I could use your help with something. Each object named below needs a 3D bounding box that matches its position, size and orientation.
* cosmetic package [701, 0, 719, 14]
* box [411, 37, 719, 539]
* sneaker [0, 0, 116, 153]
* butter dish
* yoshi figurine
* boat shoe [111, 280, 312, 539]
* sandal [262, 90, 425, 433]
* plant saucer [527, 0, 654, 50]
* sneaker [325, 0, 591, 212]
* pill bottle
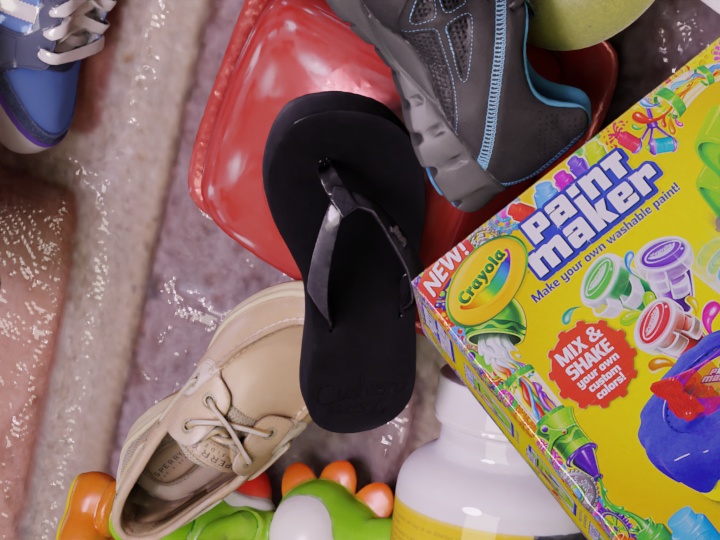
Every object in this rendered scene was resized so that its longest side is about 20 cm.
[{"bbox_3d":[0.223,-0.157,1.405,0.200,0.085,0.108,35,122,8],"label":"cosmetic package"},{"bbox_3d":[0.160,0.029,1.409,0.200,0.122,0.193,-38,78,-4],"label":"box"},{"bbox_3d":[-0.139,-0.162,1.567,0.146,0.080,0.201,-2,102,29],"label":"sneaker"},{"bbox_3d":[-0.003,-0.059,1.505,0.199,0.148,0.200,29,117,13],"label":"butter dish"},{"bbox_3d":[-0.062,0.168,1.645,0.199,0.113,0.113,4,126,21],"label":"yoshi figurine"},{"bbox_3d":[-0.066,0.078,1.548,0.072,0.065,0.200,36,133,-15],"label":"boat shoe"},{"bbox_3d":[0.001,0.000,1.439,0.076,0.043,0.201,-15,128,-8],"label":"sandal"},{"bbox_3d":[0.095,-0.205,1.409,0.200,0.031,0.201,-11,76,54],"label":"plant saucer"},{"bbox_3d":[0.034,-0.128,1.390,0.082,0.073,0.201,-27,113,16],"label":"sneaker"},{"bbox_3d":[0.070,0.153,1.563,0.111,0.112,0.201,11,104,20],"label":"pill bottle"}]
